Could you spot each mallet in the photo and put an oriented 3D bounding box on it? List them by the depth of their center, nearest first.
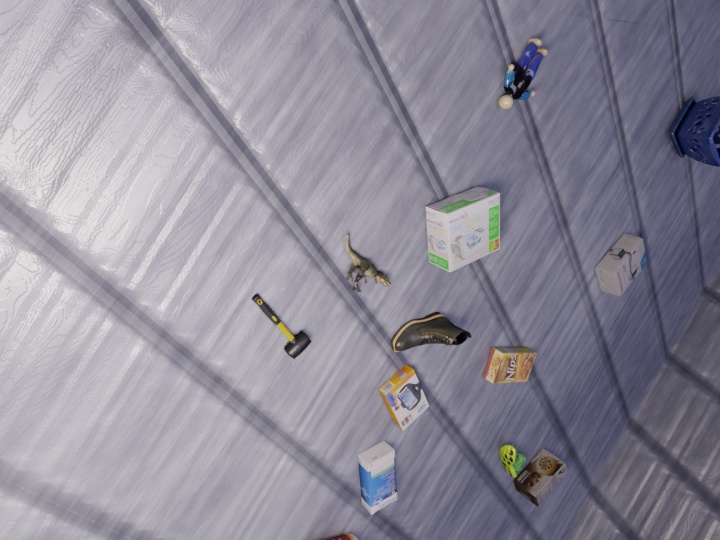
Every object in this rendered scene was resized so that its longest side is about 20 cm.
[{"bbox_3d":[-0.185,0.124,1.233,0.066,0.041,0.200,-37,122,-18],"label":"mallet"}]

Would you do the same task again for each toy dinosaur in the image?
[{"bbox_3d":[0.000,0.000,1.314,0.200,0.047,0.088,46,64,-38],"label":"toy dinosaur"}]

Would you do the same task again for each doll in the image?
[{"bbox_3d":[0.450,-0.535,1.438,0.136,0.048,0.200,35,85,-39],"label":"doll"}]

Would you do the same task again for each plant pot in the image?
[{"bbox_3d":[1.325,-0.543,1.996,0.200,0.180,0.200,33,87,-40],"label":"plant pot"}]

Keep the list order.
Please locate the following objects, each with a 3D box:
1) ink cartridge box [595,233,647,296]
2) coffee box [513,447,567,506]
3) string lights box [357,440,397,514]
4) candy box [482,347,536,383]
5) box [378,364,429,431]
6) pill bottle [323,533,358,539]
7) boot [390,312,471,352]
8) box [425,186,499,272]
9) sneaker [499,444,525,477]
[{"bbox_3d":[1.032,-0.021,2.043,0.200,0.086,0.146,-46,128,-15],"label":"ink cartridge box"},{"bbox_3d":[0.749,0.859,2.154,0.200,0.113,0.080,-37,125,-18],"label":"coffee box"},{"bbox_3d":[0.054,0.637,1.589,0.103,0.059,0.200,-18,117,-30],"label":"string lights box"},{"bbox_3d":[0.528,0.333,1.824,0.200,0.055,0.116,6,103,-38],"label":"candy box"},{"bbox_3d":[0.138,0.395,1.571,0.119,0.041,0.200,-38,123,-19],"label":"box"},{"bbox_3d":[-0.101,0.856,1.523,0.200,0.114,0.114,7,103,-39],"label":"pill bottle"},{"bbox_3d":[0.201,0.192,1.475,0.200,0.138,0.078,-28,122,-25],"label":"boot"},{"bbox_3d":[0.289,-0.120,1.449,0.200,0.097,0.177,-22,121,-27],"label":"box"},{"bbox_3d":[0.597,0.729,2.021,0.084,0.074,0.200,-36,134,-18],"label":"sneaker"}]
